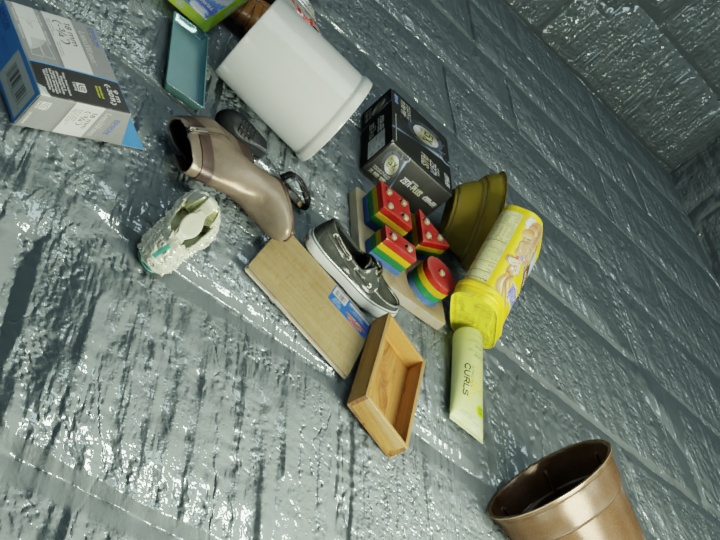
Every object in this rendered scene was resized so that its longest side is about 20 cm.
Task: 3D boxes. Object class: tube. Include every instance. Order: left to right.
[{"bbox_3d":[0.169,0.175,1.506,0.057,0.052,0.201,7,41,2],"label":"tube"}]

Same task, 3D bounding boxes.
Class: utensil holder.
[{"bbox_3d":[-0.108,-0.303,1.521,0.200,0.170,0.171,41,29,-13],"label":"utensil holder"}]

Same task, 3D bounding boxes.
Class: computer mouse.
[{"bbox_3d":[-0.145,-0.158,1.420,0.200,0.058,0.034,46,50,-21],"label":"computer mouse"}]

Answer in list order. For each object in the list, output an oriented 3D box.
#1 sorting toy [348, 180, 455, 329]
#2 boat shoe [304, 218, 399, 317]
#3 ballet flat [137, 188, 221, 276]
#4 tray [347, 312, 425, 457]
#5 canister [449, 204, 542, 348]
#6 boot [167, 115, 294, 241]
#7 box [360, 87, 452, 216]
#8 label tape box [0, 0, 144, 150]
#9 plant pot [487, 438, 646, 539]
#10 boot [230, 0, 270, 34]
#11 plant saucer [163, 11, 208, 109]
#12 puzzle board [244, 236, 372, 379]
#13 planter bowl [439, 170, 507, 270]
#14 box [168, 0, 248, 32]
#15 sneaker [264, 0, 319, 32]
[{"bbox_3d":[0.077,-0.036,1.588,0.198,0.069,0.201,35,32,-30],"label":"sorting toy"},{"bbox_3d":[0.000,0.000,1.431,0.200,0.056,0.069,43,27,-29],"label":"boat shoe"},{"bbox_3d":[-0.207,-0.057,1.183,0.072,0.072,0.201,45,27,-12],"label":"ballet flat"},{"bbox_3d":[0.038,0.154,1.327,0.099,0.037,0.201,54,26,-19],"label":"tray"},{"bbox_3d":[0.231,0.008,1.605,0.086,0.149,0.201,22,60,19],"label":"canister"},{"bbox_3d":[-0.183,-0.127,1.298,0.145,0.070,0.201,12,39,-54],"label":"boot"},{"bbox_3d":[0.085,-0.220,1.799,0.163,0.086,0.201,39,30,-25],"label":"box"},{"bbox_3d":[-0.348,-0.237,1.179,0.199,0.063,0.145,4,54,-55],"label":"label tape box"},{"bbox_3d":[0.313,0.376,1.348,0.200,0.199,0.200,59,27,-1],"label":"plant pot"},{"bbox_3d":[-0.166,-0.414,1.650,0.155,0.076,0.201,35,30,-31],"label":"boot"},{"bbox_3d":[-0.265,-0.319,1.453,0.070,0.019,0.202,33,34,-32],"label":"plant saucer"},{"bbox_3d":[-0.069,0.042,1.331,0.200,0.017,0.151,49,26,-8],"label":"puzzle board"},{"bbox_3d":[0.198,-0.097,1.766,0.082,0.202,0.201,15,36,-6],"label":"planter bowl"},{"bbox_3d":[-0.250,-0.471,1.567,0.122,0.048,0.200,40,44,-2],"label":"box"},{"bbox_3d":[-0.156,-0.500,1.785,0.201,0.067,0.109,37,30,-34],"label":"sneaker"}]
